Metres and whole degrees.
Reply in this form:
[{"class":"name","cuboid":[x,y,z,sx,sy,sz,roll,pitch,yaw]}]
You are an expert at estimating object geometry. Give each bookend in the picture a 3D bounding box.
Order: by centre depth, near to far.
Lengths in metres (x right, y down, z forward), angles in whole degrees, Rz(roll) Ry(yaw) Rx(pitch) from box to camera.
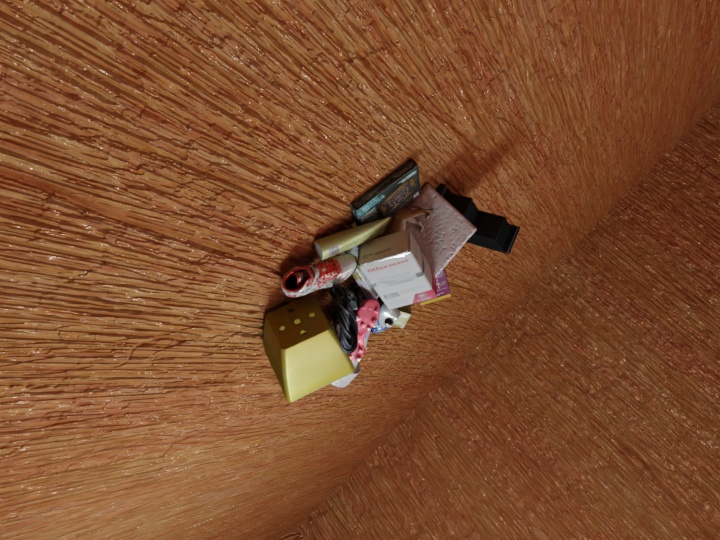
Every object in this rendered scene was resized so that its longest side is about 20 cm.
[{"class":"bookend","cuboid":[0.332,-0.148,1.619,0.200,0.198,0.092,37,76,-55]}]

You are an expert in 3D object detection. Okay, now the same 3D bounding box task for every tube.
[{"class":"tube","cuboid":[-0.018,-0.083,1.399,0.199,0.058,0.052,-21,111,-21]}]

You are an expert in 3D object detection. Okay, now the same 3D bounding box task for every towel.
[{"class":"towel","cuboid":[0.189,-0.103,1.543,0.200,0.191,0.032,-50,168,15]}]

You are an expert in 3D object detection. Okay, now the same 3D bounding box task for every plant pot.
[{"class":"plant pot","cuboid":[-0.153,0.189,1.488,0.199,0.200,0.177,-24,138,-13]}]

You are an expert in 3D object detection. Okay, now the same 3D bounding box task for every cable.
[{"class":"cable","cuboid":[-0.041,0.123,1.420,0.051,0.164,0.200,-2,161,7]}]

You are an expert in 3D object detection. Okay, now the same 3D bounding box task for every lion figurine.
[{"class":"lion figurine","cuboid":[0.098,-0.115,1.515,0.200,0.122,0.072,-55,168,-9]}]

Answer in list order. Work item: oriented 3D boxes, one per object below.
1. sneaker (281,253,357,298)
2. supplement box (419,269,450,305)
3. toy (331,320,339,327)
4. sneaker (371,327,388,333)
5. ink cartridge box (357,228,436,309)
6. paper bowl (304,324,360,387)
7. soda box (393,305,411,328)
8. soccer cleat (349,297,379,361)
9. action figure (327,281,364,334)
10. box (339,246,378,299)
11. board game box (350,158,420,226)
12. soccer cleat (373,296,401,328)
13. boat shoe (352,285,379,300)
[{"class":"sneaker","cuboid":[-0.100,0.010,1.371,0.201,0.067,0.108,-23,171,-2]},{"class":"supplement box","cuboid":[0.196,-0.011,1.686,0.103,0.131,0.200,-17,141,5]},{"class":"toy","cuboid":[-0.033,0.132,1.748,0.115,0.047,0.200,-32,162,-2]},{"class":"sneaker","cuboid":[0.062,0.152,1.849,0.089,0.079,0.200,-35,-174,15]},{"class":"ink cartridge box","cuboid":[0.098,0.000,1.462,0.145,0.085,0.200,-16,137,20]},{"class":"paper bowl","cuboid":[-0.081,0.241,1.674,0.104,0.201,0.200,-48,155,11]},{"class":"soda box","cuboid":[0.112,0.079,1.716,0.064,0.200,0.068,16,129,-12]},{"class":"soccer cleat","cuboid":[0.004,0.160,1.564,0.077,0.066,0.201,-87,-167,-71]},{"class":"action figure","cuboid":[-0.034,0.089,1.594,0.200,0.102,0.119,-48,135,-27]},{"class":"box","cuboid":[0.000,0.000,1.502,0.039,0.041,0.200,-51,134,-22]},{"class":"board game box","cuboid":[0.068,-0.182,1.426,0.200,0.028,0.135,-37,154,-10]},{"class":"soccer cleat","cuboid":[0.044,0.143,1.629,0.070,0.086,0.200,-53,-172,-34]},{"class":"boat shoe","cuboid":[0.040,0.083,1.771,0.067,0.057,0.200,-49,154,14]}]
